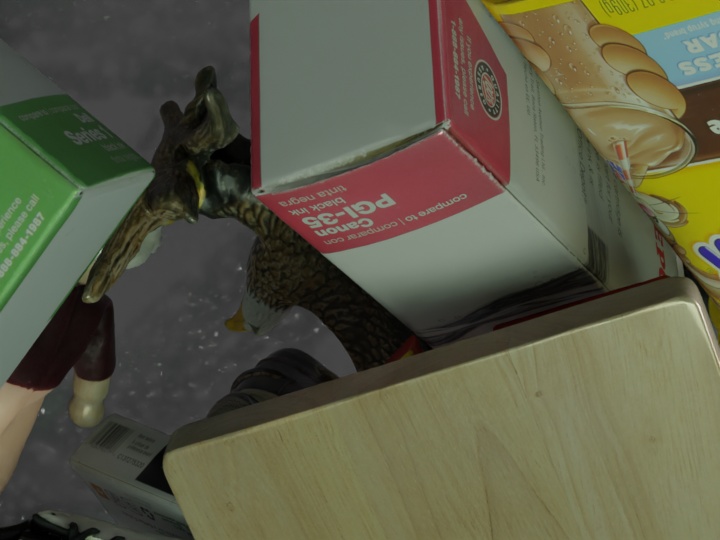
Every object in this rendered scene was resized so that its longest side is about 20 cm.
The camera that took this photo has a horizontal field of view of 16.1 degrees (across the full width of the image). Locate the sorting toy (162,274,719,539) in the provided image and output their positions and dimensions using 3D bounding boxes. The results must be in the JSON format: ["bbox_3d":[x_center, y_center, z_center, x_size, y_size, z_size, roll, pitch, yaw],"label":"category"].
[{"bbox_3d":[0.058,0.107,0.941,0.198,0.070,0.201,-17,113,13],"label":"sorting toy"}]

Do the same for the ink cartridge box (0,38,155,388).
[{"bbox_3d":[-0.202,-0.043,0.955,0.200,0.084,0.146,40,107,7],"label":"ink cartridge box"}]

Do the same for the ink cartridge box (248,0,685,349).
[{"bbox_3d":[0.043,-0.051,0.963,0.082,0.147,0.200,-19,144,24],"label":"ink cartridge box"}]

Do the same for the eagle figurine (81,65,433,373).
[{"bbox_3d":[-0.003,0.002,1.043,0.200,0.151,0.152,33,81,-12],"label":"eagle figurine"}]

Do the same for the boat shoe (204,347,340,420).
[{"bbox_3d":[0.017,0.112,1.124,0.074,0.073,0.200,-22,116,42],"label":"boat shoe"}]

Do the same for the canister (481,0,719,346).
[{"bbox_3d":[0.151,-0.060,0.904,0.148,0.087,0.200,-11,131,43],"label":"canister"}]

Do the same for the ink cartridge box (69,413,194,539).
[{"bbox_3d":[-0.045,0.150,1.127,0.037,0.094,0.200,-46,125,-23],"label":"ink cartridge box"}]

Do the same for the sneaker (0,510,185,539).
[{"bbox_3d":[-0.100,0.137,1.035,0.199,0.074,0.080,-8,127,32],"label":"sneaker"}]

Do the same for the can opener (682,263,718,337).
[{"bbox_3d":[0.137,0.049,1.096,0.052,0.067,0.200,8,149,14],"label":"can opener"}]

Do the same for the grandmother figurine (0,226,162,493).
[{"bbox_3d":[-0.150,0.036,1.072,0.200,0.061,0.121,-55,153,13],"label":"grandmother figurine"}]
